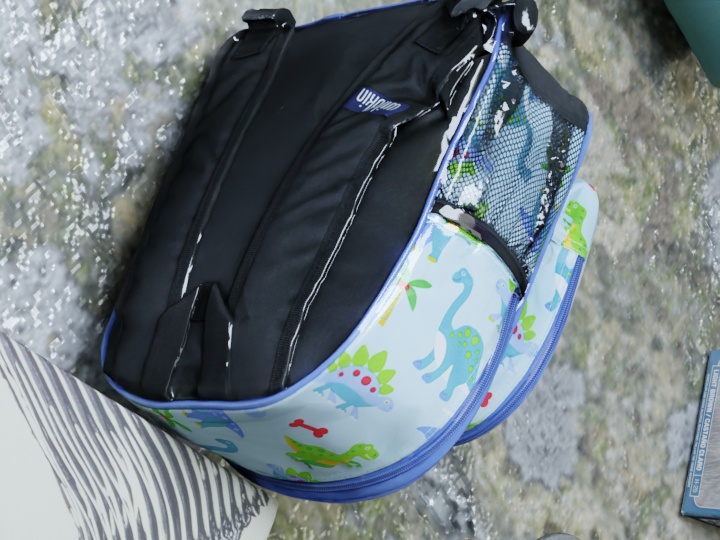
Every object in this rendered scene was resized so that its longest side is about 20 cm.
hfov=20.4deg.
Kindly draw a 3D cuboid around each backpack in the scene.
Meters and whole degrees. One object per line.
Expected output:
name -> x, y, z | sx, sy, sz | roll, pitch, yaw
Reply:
backpack -> 0.000, 0.000, 0.862 | 0.147, 0.182, 0.201 | 43, 61, -36

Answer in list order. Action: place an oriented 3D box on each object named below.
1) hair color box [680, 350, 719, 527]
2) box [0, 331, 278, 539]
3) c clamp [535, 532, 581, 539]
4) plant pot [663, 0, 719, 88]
hair color box -> 0.280, 0.120, 1.187 | 0.199, 0.060, 0.101 | 23, 74, -39
box -> -0.133, 0.086, 0.819 | 0.200, 0.068, 0.083 | 35, 68, -36
c clamp -> 0.105, 0.248, 1.054 | 0.171, 0.027, 0.201 | -39, 114, -35
plant pot -> 0.223, -0.221, 1.061 | 0.161, 0.200, 0.201 | 51, 58, -14
